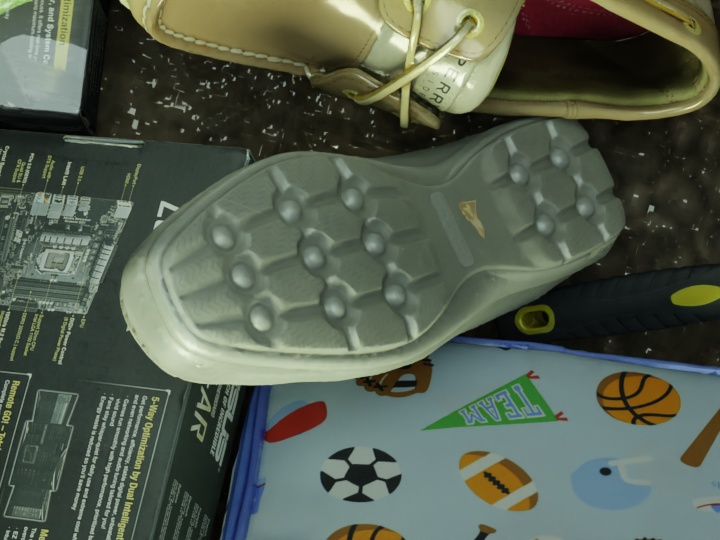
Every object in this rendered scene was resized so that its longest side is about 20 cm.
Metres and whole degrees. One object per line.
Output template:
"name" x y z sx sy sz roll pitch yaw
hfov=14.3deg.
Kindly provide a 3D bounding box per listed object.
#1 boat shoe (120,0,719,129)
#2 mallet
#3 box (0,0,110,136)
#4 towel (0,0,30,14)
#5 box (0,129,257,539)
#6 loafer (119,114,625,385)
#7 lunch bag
"boat shoe" 0.024 -0.077 0.832 0.199 0.074 0.067 -3 55 -29
"mallet" 0.130 0.013 0.861 0.199 0.041 0.066 -18 88 35
"box" -0.155 -0.151 0.923 0.160 0.049 0.201 5 83 3
"towel" -0.163 -0.134 0.887 0.199 0.031 0.150 -24 82 -1
"box" -0.121 0.055 0.851 0.159 0.044 0.201 5 66 18
"loafer" 0.000 0.000 0.839 0.070 0.199 0.070 -31 78 40
"lunch bag" 0.058 0.092 0.835 0.199 0.161 0.076 5 126 4
